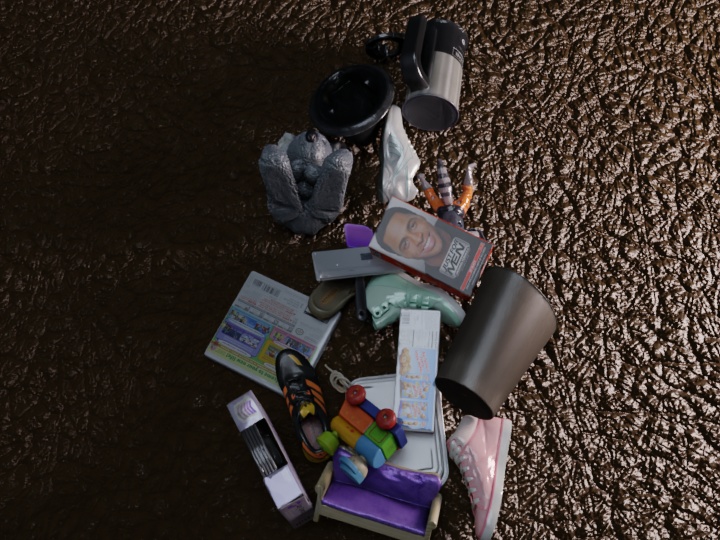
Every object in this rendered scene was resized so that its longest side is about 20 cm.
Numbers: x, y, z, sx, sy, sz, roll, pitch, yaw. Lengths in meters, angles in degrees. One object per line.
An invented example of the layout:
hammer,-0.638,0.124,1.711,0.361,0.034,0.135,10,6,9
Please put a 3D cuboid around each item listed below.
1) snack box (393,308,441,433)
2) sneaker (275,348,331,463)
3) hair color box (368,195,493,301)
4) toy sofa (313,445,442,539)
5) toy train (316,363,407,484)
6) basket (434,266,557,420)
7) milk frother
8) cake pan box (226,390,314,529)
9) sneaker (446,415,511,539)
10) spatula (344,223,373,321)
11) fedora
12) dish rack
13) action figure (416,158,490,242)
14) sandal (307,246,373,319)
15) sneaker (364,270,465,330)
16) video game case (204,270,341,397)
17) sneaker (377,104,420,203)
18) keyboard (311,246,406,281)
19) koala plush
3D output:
snack box,0.095,0.167,1.297,0.070,0.024,0.205,3,74,7
sneaker,-0.092,0.221,1.304,0.068,0.090,0.204,-18,76,-9
hair color box,0.122,-0.037,1.348,0.197,0.061,0.103,25,84,10
toy sofa,0.028,0.360,1.219,0.195,0.083,0.100,14,109,10
toy train,-0.029,0.246,1.246,0.116,0.086,0.198,-43,52,-20
basket,0.217,0.129,1.273,0.134,0.181,0.201,13,58,44
milk frother,0.104,-0.399,1.578,0.198,0.179,0.192,-18,52,47
cake pan box,-0.137,0.303,1.227,0.052,0.201,0.186,-29,67,-11
sneaker,0.181,0.328,1.246,0.102,0.076,0.204,12,59,7
spatula,0.000,0.000,1.388,0.055,0.021,0.204,5,61,-12
fedora,-0.008,-0.319,1.549,0.196,0.092,0.204,-12,52,15
dish rack,0.060,0.268,1.307,0.167,0.044,0.205,-6,66,3
action figure,0.138,-0.094,1.428,0.195,0.105,0.199,-6,75,9
sandal,-0.025,0.004,1.425,0.079,0.055,0.200,32,61,19
sneaker,0.086,0.079,1.373,0.198,0.074,0.119,26,64,28
video game case,-0.159,0.117,1.415,0.196,0.022,0.185,23,70,15
sneaker,0.076,-0.228,1.525,0.078,0.071,0.206,3,77,-6
keyboard,0.012,-0.017,1.383,0.195,0.011,0.057,-6,59,-14
koala plush,-0.103,-0.196,1.497,0.172,0.187,0.203,2,43,-2
